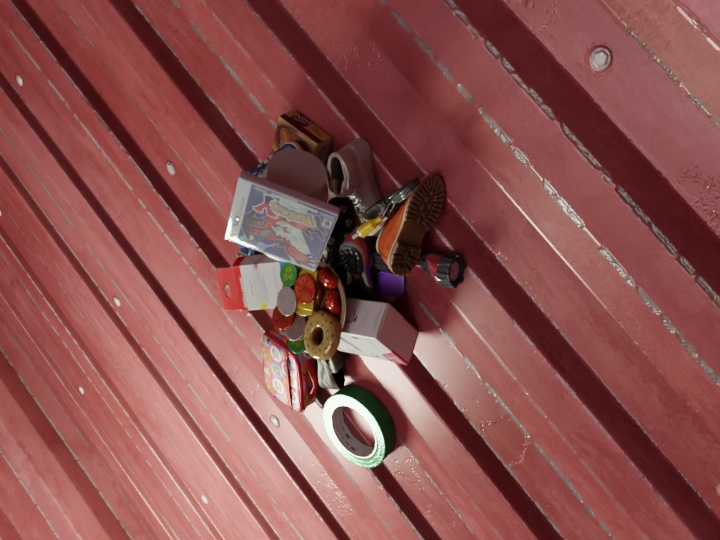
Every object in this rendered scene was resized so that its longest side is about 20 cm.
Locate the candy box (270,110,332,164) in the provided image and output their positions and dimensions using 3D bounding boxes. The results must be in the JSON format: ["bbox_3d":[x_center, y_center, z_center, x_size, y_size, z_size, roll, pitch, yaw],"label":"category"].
[{"bbox_3d":[-0.140,-0.227,1.518,0.116,0.056,0.203,37,133,20],"label":"candy box"}]

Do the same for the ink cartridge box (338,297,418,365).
[{"bbox_3d":[0.005,0.126,1.504,0.197,0.084,0.146,6,156,39],"label":"ink cartridge box"}]

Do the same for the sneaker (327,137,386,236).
[{"bbox_3d":[-0.014,-0.151,1.404,0.072,0.115,0.205,-1,112,39],"label":"sneaker"}]

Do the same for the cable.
[{"bbox_3d":[0.064,-0.121,1.329,0.198,0.097,0.051,-28,95,47],"label":"cable"}]

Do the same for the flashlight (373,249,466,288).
[{"bbox_3d":[0.115,-0.010,1.400,0.197,0.069,0.068,7,153,41],"label":"flashlight"}]

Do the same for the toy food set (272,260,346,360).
[{"bbox_3d":[-0.108,0.078,1.463,0.195,0.048,0.206,11,98,39],"label":"toy food set"}]

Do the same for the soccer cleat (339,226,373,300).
[{"bbox_3d":[0.000,0.000,1.478,0.067,0.074,0.203,9,138,19],"label":"soccer cleat"}]

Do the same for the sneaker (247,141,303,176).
[{"bbox_3d":[-0.193,-0.202,1.479,0.199,0.084,0.076,-32,90,46],"label":"sneaker"}]

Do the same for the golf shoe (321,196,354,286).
[{"bbox_3d":[-0.063,-0.061,1.521,0.088,0.076,0.206,21,115,57],"label":"golf shoe"}]

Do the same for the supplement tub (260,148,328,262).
[{"bbox_3d":[-0.142,-0.131,1.419,0.144,0.144,0.202,41,144,17],"label":"supplement tub"}]

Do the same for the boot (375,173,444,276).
[{"bbox_3d":[0.089,-0.102,1.355,0.204,0.074,0.107,-65,30,13],"label":"boot"}]

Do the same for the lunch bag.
[{"bbox_3d":[-0.171,0.253,1.761,0.174,0.081,0.204,26,130,38],"label":"lunch bag"}]

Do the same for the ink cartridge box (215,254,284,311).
[{"bbox_3d":[-0.234,0.026,1.658,0.194,0.068,0.119,-4,112,9],"label":"ink cartridge box"}]

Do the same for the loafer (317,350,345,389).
[{"bbox_3d":[-0.064,0.204,1.668,0.070,0.073,0.204,17,132,29],"label":"loafer"}]

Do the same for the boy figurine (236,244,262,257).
[{"bbox_3d":[-0.257,-0.011,1.726,0.122,0.064,0.205,4,115,39],"label":"boy figurine"}]

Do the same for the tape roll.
[{"bbox_3d":[-0.005,0.386,1.718,0.197,0.048,0.205,20,123,32],"label":"tape roll"}]

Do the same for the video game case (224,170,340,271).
[{"bbox_3d":[-0.154,-0.089,1.339,0.196,0.023,0.183,19,140,-7],"label":"video game case"}]

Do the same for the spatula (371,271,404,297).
[{"bbox_3d":[0.014,0.018,1.529,0.197,0.020,0.058,12,114,41],"label":"spatula"}]
